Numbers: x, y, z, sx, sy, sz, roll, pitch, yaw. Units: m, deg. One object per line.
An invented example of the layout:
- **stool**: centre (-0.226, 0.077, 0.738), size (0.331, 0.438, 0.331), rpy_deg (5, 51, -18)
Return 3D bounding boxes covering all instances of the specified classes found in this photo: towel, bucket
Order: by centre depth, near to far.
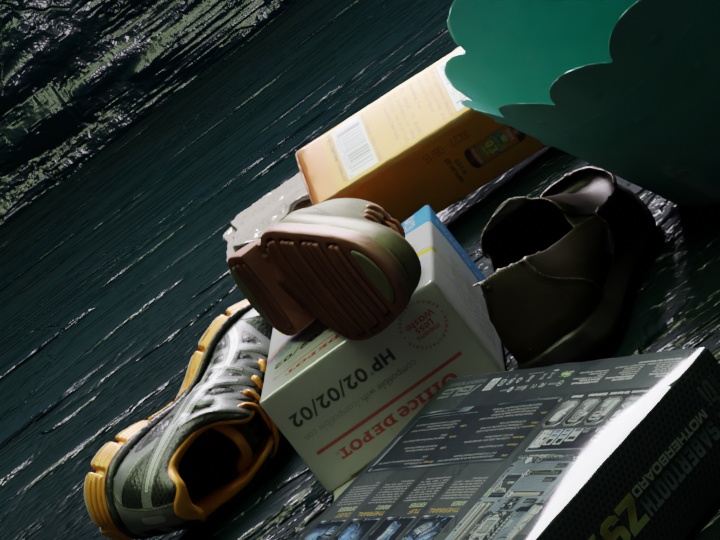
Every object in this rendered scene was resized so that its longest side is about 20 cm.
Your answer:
- **bucket**: centre (0.155, -0.141, 1.147), size (0.207, 0.134, 0.208), rpy_deg (-42, 33, 35)
- **towel**: centre (-0.019, -0.069, 1.670), size (0.199, 0.035, 0.133), rpy_deg (-35, 12, 2)

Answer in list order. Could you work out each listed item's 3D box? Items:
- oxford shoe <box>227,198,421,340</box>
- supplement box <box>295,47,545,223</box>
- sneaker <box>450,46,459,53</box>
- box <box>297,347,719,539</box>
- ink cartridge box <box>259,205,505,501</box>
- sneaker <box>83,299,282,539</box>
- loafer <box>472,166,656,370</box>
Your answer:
- **oxford shoe**: centre (-0.009, -0.012, 1.136), size (0.074, 0.071, 0.200), rpy_deg (-39, 14, -17)
- **supplement box**: centre (0.059, -0.094, 1.489), size (0.199, 0.067, 0.069), rpy_deg (-30, 45, 11)
- **sneaker**: centre (0.126, -0.146, 1.548), size (0.200, 0.076, 0.105), rpy_deg (-40, 13, -13)
- **box**: centre (0.050, 0.106, 0.898), size (0.158, 0.051, 0.200), rpy_deg (-44, 14, -26)
- **ink cartridge box**: centre (0.012, 0.045, 1.191), size (0.115, 0.068, 0.200), rpy_deg (-36, 13, 10)
- **sneaker**: centre (-0.073, 0.087, 1.302), size (0.077, 0.078, 0.200), rpy_deg (-2, 39, 48)
- **loafer**: centre (0.103, -0.015, 1.138), size (0.073, 0.071, 0.200), rpy_deg (-34, 13, 20)
